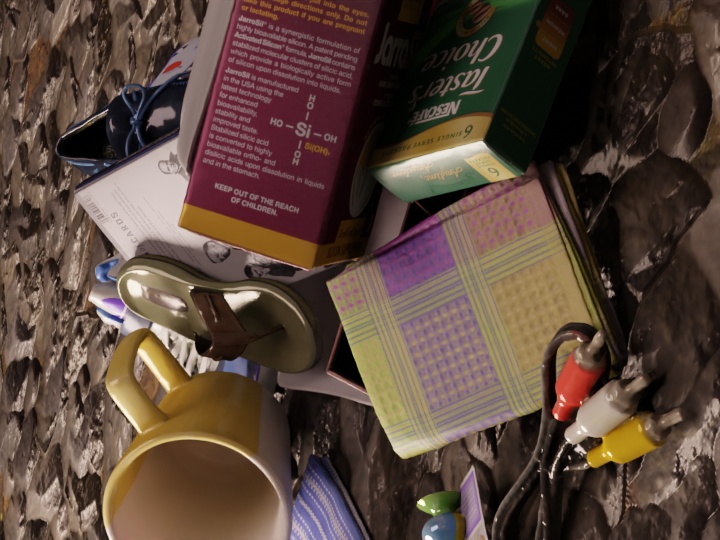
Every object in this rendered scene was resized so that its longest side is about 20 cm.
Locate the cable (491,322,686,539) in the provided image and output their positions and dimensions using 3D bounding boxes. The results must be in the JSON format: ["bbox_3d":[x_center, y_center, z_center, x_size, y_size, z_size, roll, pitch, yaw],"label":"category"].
[{"bbox_3d":[0.119,0.111,1.193,0.097,0.050,0.200,48,128,16],"label":"cable"}]

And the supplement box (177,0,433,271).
[{"bbox_3d":[-0.033,-0.111,1.281,0.131,0.102,0.202,-15,-60,-74],"label":"supplement box"}]

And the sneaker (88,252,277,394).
[{"bbox_3d":[-0.165,0.053,1.677,0.081,0.145,0.200,-67,30,26],"label":"sneaker"}]

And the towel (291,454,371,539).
[{"bbox_3d":[-0.046,0.265,1.521,0.201,0.024,0.145,-68,31,25],"label":"towel"}]

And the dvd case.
[{"bbox_3d":[-0.121,-0.040,1.525,0.199,0.151,0.025,-22,21,44],"label":"dvd case"}]

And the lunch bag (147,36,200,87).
[{"bbox_3d":[-0.112,-0.113,1.646,0.169,0.123,0.202,0,79,53],"label":"lunch bag"}]

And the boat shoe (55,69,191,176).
[{"bbox_3d":[-0.180,-0.108,1.581,0.199,0.068,0.085,-25,67,47],"label":"boat shoe"}]

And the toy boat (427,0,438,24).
[{"bbox_3d":[0.011,-0.239,1.385,0.130,0.131,0.201,2,71,36],"label":"toy boat"}]

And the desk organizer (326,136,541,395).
[{"bbox_3d":[0.048,-0.010,1.329,0.071,0.077,0.201,26,108,29],"label":"desk organizer"}]

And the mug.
[{"bbox_3d":[-0.119,0.141,1.547,0.153,0.148,0.188,-77,-12,-63],"label":"mug"}]

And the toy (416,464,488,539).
[{"bbox_3d":[0.058,0.243,1.277,0.115,0.047,0.201,115,155,-58],"label":"toy"}]

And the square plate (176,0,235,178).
[{"bbox_3d":[-0.080,-0.147,1.354,0.200,0.028,0.200,36,-112,-77],"label":"square plate"}]

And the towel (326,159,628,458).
[{"bbox_3d":[0.075,0.030,1.250,0.199,0.023,0.145,-28,79,36],"label":"towel"}]

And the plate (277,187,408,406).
[{"bbox_3d":[0.000,0.000,1.497,0.199,0.032,0.202,3,85,64],"label":"plate"}]

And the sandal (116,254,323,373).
[{"bbox_3d":[-0.116,0.043,1.528,0.200,0.057,0.080,13,126,28],"label":"sandal"}]

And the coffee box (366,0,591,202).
[{"bbox_3d":[0.086,-0.145,1.260,0.123,0.044,0.201,-9,52,52],"label":"coffee box"}]
